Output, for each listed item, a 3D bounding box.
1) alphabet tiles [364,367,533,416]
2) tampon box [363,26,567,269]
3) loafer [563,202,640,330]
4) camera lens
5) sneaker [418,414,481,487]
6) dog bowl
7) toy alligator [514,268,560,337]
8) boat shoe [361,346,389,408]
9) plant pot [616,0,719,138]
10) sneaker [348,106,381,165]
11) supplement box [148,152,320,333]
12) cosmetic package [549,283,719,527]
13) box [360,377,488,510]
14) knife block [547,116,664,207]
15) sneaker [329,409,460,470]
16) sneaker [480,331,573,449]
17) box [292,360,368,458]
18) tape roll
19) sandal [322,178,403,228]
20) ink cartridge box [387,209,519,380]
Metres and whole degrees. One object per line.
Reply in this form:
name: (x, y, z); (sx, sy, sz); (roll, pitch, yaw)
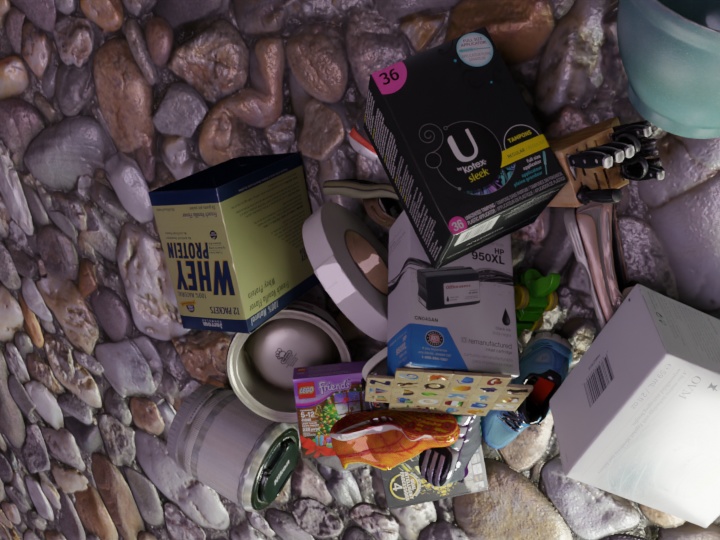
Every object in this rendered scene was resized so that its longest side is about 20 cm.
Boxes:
alphabet tiles: (0.102, 0.149, 0.870); (0.193, 0.007, 0.167); (4, 154, 1)
tampon box: (0.111, -0.136, 0.812); (0.204, 0.147, 0.127); (64, 169, 12)
loafer: (0.306, 0.012, 0.861); (0.062, 0.072, 0.205); (-20, 96, 28)
camera lens: (-0.216, 0.306, 1.245); (0.196, 0.159, 0.164); (22, 120, 21)
sneaker: (0.142, 0.199, 0.999); (0.073, 0.086, 0.205); (21, 93, 42)
dog bowl: (-0.108, 0.133, 1.119); (0.194, 0.074, 0.206); (0, 115, 0)
toy alligator: (0.204, 0.060, 0.955); (0.202, 0.058, 0.055); (114, 150, -42)
boat shoe: (0.094, 0.108, 0.971); (0.200, 0.072, 0.061); (-39, 51, 8)
plant pot: (0.332, -0.216, 0.684); (0.197, 0.201, 0.136); (27, 144, 18)
sneaker: (0.073, -0.158, 0.928); (0.197, 0.077, 0.083); (33, 117, 15)
supplement box: (-0.173, -0.045, 1.046); (0.131, 0.199, 0.206); (1, 112, 31)
cosmetic package: (0.356, 0.159, 0.814); (0.195, 0.124, 0.202); (20, 123, -9)
box: (0.095, 0.241, 1.055); (0.156, 0.049, 0.206); (-11, 107, 0)
knife block: (0.232, -0.108, 0.786); (0.196, 0.175, 0.066); (-15, 102, 35)
sneaker: (0.051, 0.231, 0.982); (0.196, 0.073, 0.079); (-12, 108, 33)
sneaker: (0.212, 0.175, 0.960); (0.077, 0.091, 0.203); (25, 127, 2)
box: (0.000, 0.209, 1.088); (0.194, 0.039, 0.141); (-6, 110, -1)
tape roll: (0.000, 0.000, 0.958); (0.037, 0.203, 0.205); (-35, 90, 19)
sandal: (0.033, -0.089, 0.975); (0.197, 0.079, 0.059); (13, 99, 37)
ink cartridge box: (0.110, 0.033, 0.877); (0.140, 0.206, 0.084); (8, 156, -15)
